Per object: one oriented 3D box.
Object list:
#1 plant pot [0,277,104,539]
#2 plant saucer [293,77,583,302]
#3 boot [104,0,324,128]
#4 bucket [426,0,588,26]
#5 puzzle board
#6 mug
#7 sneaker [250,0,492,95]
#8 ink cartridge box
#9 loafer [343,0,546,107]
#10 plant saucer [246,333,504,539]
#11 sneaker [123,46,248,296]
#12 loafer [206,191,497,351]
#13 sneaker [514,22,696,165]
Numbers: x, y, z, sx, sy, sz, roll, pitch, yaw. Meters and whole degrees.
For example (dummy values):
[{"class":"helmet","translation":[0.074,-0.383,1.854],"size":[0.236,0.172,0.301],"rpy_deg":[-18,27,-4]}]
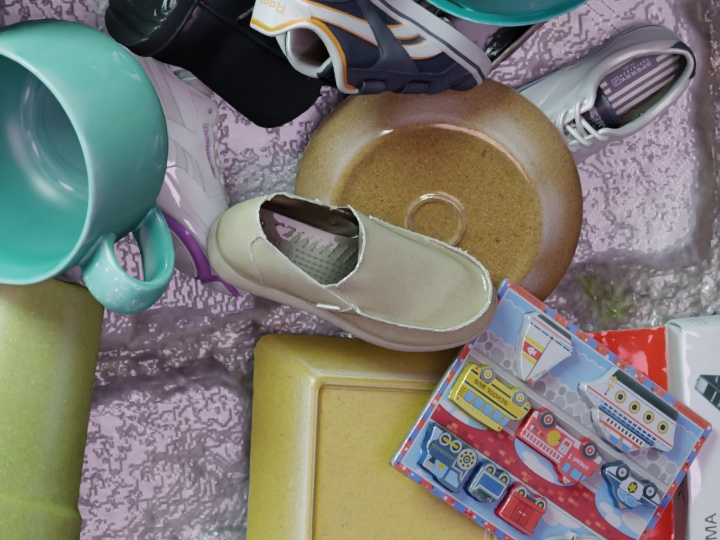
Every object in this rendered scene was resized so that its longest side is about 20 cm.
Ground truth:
[{"class":"plant pot","translation":[-0.252,0.087,1.510],"size":[0.200,0.200,0.184],"rpy_deg":[16,84,-12]},{"class":"plant saucer","translation":[0.052,-0.037,1.580],"size":[0.200,0.035,0.200],"rpy_deg":[2,111,4]},{"class":"boot","translation":[-0.054,-0.197,1.508],"size":[0.200,0.076,0.168],"rpy_deg":[-54,142,10]},{"class":"bucket","translation":[0.096,-0.263,1.504],"size":[0.207,0.135,0.207],"rpy_deg":[-1,81,9]},{"class":"puzzle board","translation":[0.135,0.120,1.592],"size":[0.200,0.017,0.151],"rpy_deg":[35,83,-23]},{"class":"mug","translation":[-0.192,-0.065,1.451],"size":[0.152,0.114,0.185],"rpy_deg":[-5,105,31]},{"class":"sneaker","translation":[0.002,-0.148,1.480],"size":[0.200,0.078,0.079],"rpy_deg":[30,90,-45]},{"class":"ink cartridge box","translation":[0.232,0.135,1.668],"size":[0.173,0.044,0.200],"rpy_deg":[-6,99,-11]},{"class":"loafer","translation":[0.074,-0.164,1.582],"size":[0.200,0.063,0.072],"rpy_deg":[-38,105,-3]},{"class":"plant saucer","translation":[0.025,0.146,1.600],"size":[0.200,0.048,0.200],"rpy_deg":[4,84,-16]},{"class":"sneaker","translation":[-0.116,-0.073,1.556],"size":[0.100,0.075,0.200],"rpy_deg":[-43,115,-24]},{"class":"loafer","translation":[0.000,0.000,1.519],"size":[0.200,0.068,0.076],"rpy_deg":[13,68,-13]},{"class":"sneaker","translation":[0.143,-0.105,1.599],"size":[0.200,0.071,0.073],"rpy_deg":[-39,103,-3]}]
